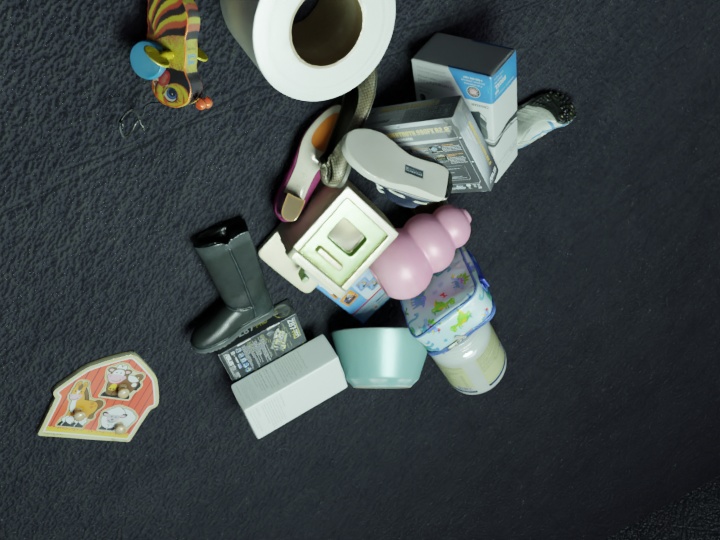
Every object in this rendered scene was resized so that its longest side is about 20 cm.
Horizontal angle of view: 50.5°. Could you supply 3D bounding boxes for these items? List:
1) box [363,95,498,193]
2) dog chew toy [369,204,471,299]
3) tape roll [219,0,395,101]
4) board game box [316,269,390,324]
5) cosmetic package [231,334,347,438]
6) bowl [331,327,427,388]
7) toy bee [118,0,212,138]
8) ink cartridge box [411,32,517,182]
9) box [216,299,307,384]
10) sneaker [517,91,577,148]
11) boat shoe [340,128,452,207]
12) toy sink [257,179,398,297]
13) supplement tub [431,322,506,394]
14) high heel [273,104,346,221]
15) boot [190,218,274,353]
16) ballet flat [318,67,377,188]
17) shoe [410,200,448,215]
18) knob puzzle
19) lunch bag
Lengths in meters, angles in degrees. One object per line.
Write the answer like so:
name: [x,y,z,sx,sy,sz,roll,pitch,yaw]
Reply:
box: [0.098,-0.189,1.200,0.159,0.197,0.049,52,51,-39]
dog chew toy: [0.110,-0.040,1.341,0.198,0.125,0.125,-35,138,-3]
tape roll: [-0.070,-0.344,0.996,0.200,0.140,0.205,-19,135,-19]
board game box: [0.000,0.000,1.417,0.151,0.037,0.200,-43,138,6]
cosmetic package: [-0.131,0.216,1.423,0.198,0.074,0.103,-29,139,-14]
bowl: [0.040,0.171,1.463,0.196,0.107,0.201,1,169,0]
toy bee: [-0.234,-0.258,0.985,0.132,0.107,0.202,-61,170,-46]
ink cartridge box: [0.169,-0.256,1.214,0.084,0.143,0.202,-49,145,-30]
box: [-0.173,0.167,1.440,0.159,0.049,0.202,-27,137,-9]
sneaker: [0.306,-0.266,1.379,0.197,0.073,0.072,-24,171,-23]
boat shoe: [0.038,-0.146,1.160,0.198,0.092,0.076,22,69,-28]
toy sink: [-0.057,-0.044,1.261,0.200,0.112,0.130,-45,120,8]
supplement tub: [0.221,0.159,1.623,0.144,0.146,0.201,-36,138,0]
high heel: [-0.081,-0.170,1.222,0.066,0.096,0.203,21,93,-15]
boot: [-0.234,0.028,1.263,0.163,0.066,0.202,-32,141,-18]
ballet flat: [-0.022,-0.226,1.151,0.046,0.067,0.204,16,93,-25]
shoe: [0.119,-0.132,1.379,0.069,0.054,0.201,-17,135,13]
knob puzzle: [-0.437,0.226,1.328,0.216,0.031,0.222,-18,134,-20]
lunch bag: [0.153,0.044,1.371,0.160,0.201,0.082,-38,122,15]
